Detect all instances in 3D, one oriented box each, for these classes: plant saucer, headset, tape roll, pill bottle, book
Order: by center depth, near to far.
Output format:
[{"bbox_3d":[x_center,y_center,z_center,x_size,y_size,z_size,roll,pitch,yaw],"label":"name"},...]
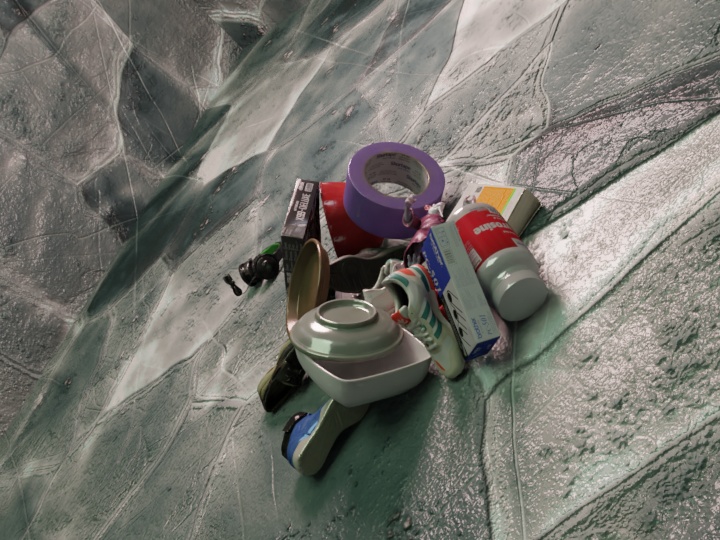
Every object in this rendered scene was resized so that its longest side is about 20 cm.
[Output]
[{"bbox_3d":[0.218,-0.013,1.451,0.112,0.112,0.201,-43,41,12],"label":"pill bottle"},{"bbox_3d":[-0.023,0.091,1.535,0.198,0.051,0.200,1,22,0],"label":"plant saucer"},{"bbox_3d":[0.227,-0.092,1.647,0.134,0.048,0.200,-56,26,-6],"label":"book"},{"bbox_3d":[-0.100,0.040,1.708,0.200,0.029,0.202,-168,90,-71],"label":"plant saucer"},{"bbox_3d":[0.067,-0.163,1.809,0.085,0.198,0.201,101,-177,-48],"label":"tape roll"},{"bbox_3d":[-0.268,-0.012,2.262,0.123,0.094,0.201,-21,26,44],"label":"headset"}]

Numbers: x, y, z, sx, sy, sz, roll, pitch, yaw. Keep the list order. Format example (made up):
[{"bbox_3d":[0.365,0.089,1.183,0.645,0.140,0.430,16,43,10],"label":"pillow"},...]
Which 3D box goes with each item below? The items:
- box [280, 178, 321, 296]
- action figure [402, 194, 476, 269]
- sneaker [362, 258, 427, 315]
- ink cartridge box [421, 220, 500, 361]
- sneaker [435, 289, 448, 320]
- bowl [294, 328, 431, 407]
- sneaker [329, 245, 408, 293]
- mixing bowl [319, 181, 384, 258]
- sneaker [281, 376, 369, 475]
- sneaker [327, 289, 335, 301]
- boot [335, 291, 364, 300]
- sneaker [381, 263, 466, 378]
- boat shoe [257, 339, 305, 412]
[{"bbox_3d":[-0.122,-0.064,1.870,0.201,0.049,0.159,91,-171,-52],"label":"box"},{"bbox_3d":[0.141,-0.063,1.641,0.200,0.132,0.151,-83,-2,-65],"label":"action figure"},{"bbox_3d":[0.083,0.005,1.662,0.200,0.089,0.075,-45,26,-26],"label":"sneaker"},{"bbox_3d":[0.156,0.032,1.414,0.044,0.202,0.094,-16,-20,-12],"label":"ink cartridge box"},{"bbox_3d":[0.125,0.061,1.548,0.199,0.087,0.074,-4,49,56],"label":"sneaker"},{"bbox_3d":[0.001,0.160,1.528,0.198,0.075,0.200,-12,26,-28],"label":"bowl"},{"bbox_3d":[0.000,0.000,1.770,0.198,0.077,0.114,-18,3,-28],"label":"sneaker"},{"bbox_3d":[-0.009,-0.105,1.908,0.107,0.202,0.201,-15,33,6],"label":"mixing bowl"},{"bbox_3d":[-0.067,0.261,1.590,0.201,0.077,0.111,-55,28,-11],"label":"sneaker"},{"bbox_3d":[-0.070,0.024,1.902,0.078,0.091,0.200,-43,26,9],"label":"sneaker"},{"bbox_3d":[0.008,0.076,1.750,0.095,0.074,0.201,-29,36,17],"label":"boot"},{"bbox_3d":[0.095,0.089,1.449,0.093,0.202,0.070,-12,-16,-39],"label":"sneaker"},{"bbox_3d":[-0.140,0.205,1.784,0.201,0.073,0.065,-57,35,31],"label":"boat shoe"}]
